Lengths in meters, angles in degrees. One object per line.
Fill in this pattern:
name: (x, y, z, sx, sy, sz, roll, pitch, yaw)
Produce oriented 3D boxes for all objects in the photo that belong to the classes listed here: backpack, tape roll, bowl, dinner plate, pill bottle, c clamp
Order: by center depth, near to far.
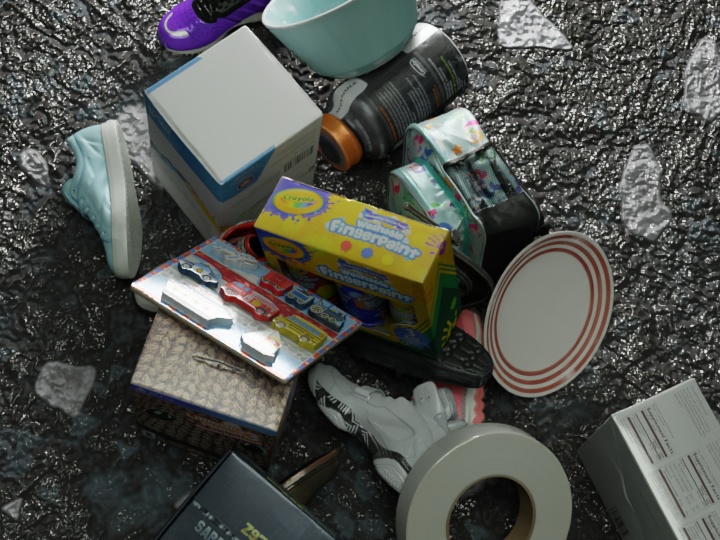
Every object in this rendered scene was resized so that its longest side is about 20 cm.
tape roll: (0.135, 0.267, 1.456, 0.201, 0.037, 0.205, -4, 103, -19)
c clamp: (0.062, -0.004, 1.514, 0.170, 0.199, 0.027, 33, 57, -22)
dinner plate: (0.215, 0.049, 1.555, 0.200, 0.201, 0.024, -37, 36, -19)
backpack: (0.113, -0.082, 1.574, 0.149, 0.178, 0.201, -18, 59, -11)
bowl: (-0.010, -0.307, 1.626, 0.200, 0.200, 0.106, -40, 118, -19)
pill bottle: (0.031, -0.208, 1.650, 0.200, 0.106, 0.106, -40, 78, -20)

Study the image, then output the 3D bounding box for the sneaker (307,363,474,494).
sneaker: (0.036, 0.153, 1.497, 0.115, 0.075, 0.200, -47, 67, 6)

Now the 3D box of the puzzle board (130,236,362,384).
puzzle board: (-0.116, 0.034, 1.390, 0.199, 0.018, 0.150, 29, 32, 19)

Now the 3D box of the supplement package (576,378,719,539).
supplement package: (0.349, 0.249, 1.484, 0.110, 0.156, 0.201, -21, 73, -14)

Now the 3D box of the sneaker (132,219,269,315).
sneaker: (-0.172, -0.007, 1.533, 0.199, 0.108, 0.068, -11, 69, -1)

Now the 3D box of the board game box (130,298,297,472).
board game box: (-0.154, 0.131, 1.443, 0.158, 0.200, 0.098, 18, 67, 1)

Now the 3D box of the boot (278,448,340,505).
boot: (-0.080, 0.289, 1.467, 0.200, 0.075, 0.097, -40, 87, -9)

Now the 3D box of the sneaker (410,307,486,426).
sneaker: (0.102, 0.130, 1.545, 0.086, 0.074, 0.202, 4, 66, 0)

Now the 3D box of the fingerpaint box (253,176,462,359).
fingerpaint box: (0.000, 0.000, 1.442, 0.198, 0.167, 0.074, 19, 63, 19)

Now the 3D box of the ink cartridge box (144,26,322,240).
ink cartridge box: (-0.147, -0.144, 1.552, 0.146, 0.200, 0.146, -36, 75, -19)

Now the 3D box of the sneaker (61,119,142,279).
sneaker: (-0.308, -0.077, 1.583, 0.081, 0.074, 0.202, -13, 66, 4)

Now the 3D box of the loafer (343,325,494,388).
loafer: (0.063, 0.092, 1.526, 0.199, 0.071, 0.068, 20, 43, 28)

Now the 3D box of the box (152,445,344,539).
box: (-0.110, 0.307, 1.399, 0.200, 0.051, 0.158, 41, 89, 0)

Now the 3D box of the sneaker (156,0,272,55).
sneaker: (-0.167, -0.346, 1.681, 0.199, 0.100, 0.070, -27, 72, -17)
